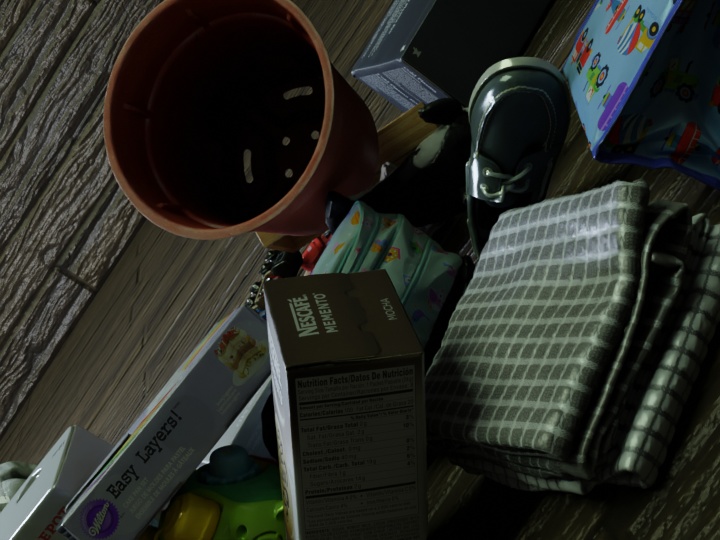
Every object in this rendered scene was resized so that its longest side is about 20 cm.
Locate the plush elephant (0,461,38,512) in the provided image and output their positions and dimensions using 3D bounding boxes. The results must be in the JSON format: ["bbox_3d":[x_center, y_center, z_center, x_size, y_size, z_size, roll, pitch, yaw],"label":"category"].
[{"bbox_3d":[-0.436,0.342,1.651,0.201,0.154,0.165,-56,16,5],"label":"plush elephant"}]

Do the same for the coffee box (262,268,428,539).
[{"bbox_3d":[-0.008,0.115,0.751,0.113,0.078,0.203,-113,19,-65],"label":"coffee box"}]

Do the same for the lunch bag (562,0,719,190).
[{"bbox_3d":[0.198,-0.176,0.748,0.151,0.092,0.203,-88,11,-61],"label":"lunch bag"}]

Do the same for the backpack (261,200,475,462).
[{"bbox_3d":[0.006,0.049,0.958,0.167,0.126,0.202,-40,20,54],"label":"backpack"}]

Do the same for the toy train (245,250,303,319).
[{"bbox_3d":[-0.088,0.028,1.234,0.045,0.034,0.201,-29,20,23],"label":"toy train"}]

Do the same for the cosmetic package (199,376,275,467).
[{"bbox_3d":[-0.095,0.148,1.142,0.108,0.090,0.200,-59,13,-17],"label":"cosmetic package"}]

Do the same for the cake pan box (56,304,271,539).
[{"bbox_3d":[-0.140,0.121,0.920,0.201,0.052,0.184,-51,4,-12],"label":"cake pan box"}]

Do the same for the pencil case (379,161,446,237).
[{"bbox_3d":[0.000,0.000,1.152,0.201,0.077,0.089,-55,0,8],"label":"pencil case"}]

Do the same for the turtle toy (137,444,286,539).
[{"bbox_3d":[-0.095,0.195,0.931,0.200,0.144,0.102,-38,30,48],"label":"turtle toy"}]

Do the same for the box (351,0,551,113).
[{"bbox_3d":[0.102,-0.262,1.290,0.202,0.103,0.182,-59,15,-4],"label":"box"}]

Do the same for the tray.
[{"bbox_3d":[-0.006,-0.087,1.216,0.199,0.037,0.099,-34,-9,11],"label":"tray"}]

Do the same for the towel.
[{"bbox_3d":[0.113,0.040,0.732,0.167,0.085,0.199,-63,17,-15],"label":"towel"}]

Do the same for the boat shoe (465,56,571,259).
[{"bbox_3d":[0.108,-0.068,0.885,0.201,0.071,0.063,92,180,-59],"label":"boat shoe"}]

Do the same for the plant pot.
[{"bbox_3d":[-0.081,-0.115,1.060,0.202,0.200,0.195,-55,-19,7],"label":"plant pot"}]

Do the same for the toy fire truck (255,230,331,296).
[{"bbox_3d":[-0.049,0.017,1.316,0.142,0.048,0.200,-56,17,6],"label":"toy fire truck"}]

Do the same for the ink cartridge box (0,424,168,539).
[{"bbox_3d":[-0.204,0.245,1.072,0.145,0.199,0.085,-49,17,25],"label":"ink cartridge box"}]

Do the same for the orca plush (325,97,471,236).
[{"bbox_3d":[0.068,-0.078,1.021,0.071,0.197,0.107,-139,39,-58],"label":"orca plush"}]
